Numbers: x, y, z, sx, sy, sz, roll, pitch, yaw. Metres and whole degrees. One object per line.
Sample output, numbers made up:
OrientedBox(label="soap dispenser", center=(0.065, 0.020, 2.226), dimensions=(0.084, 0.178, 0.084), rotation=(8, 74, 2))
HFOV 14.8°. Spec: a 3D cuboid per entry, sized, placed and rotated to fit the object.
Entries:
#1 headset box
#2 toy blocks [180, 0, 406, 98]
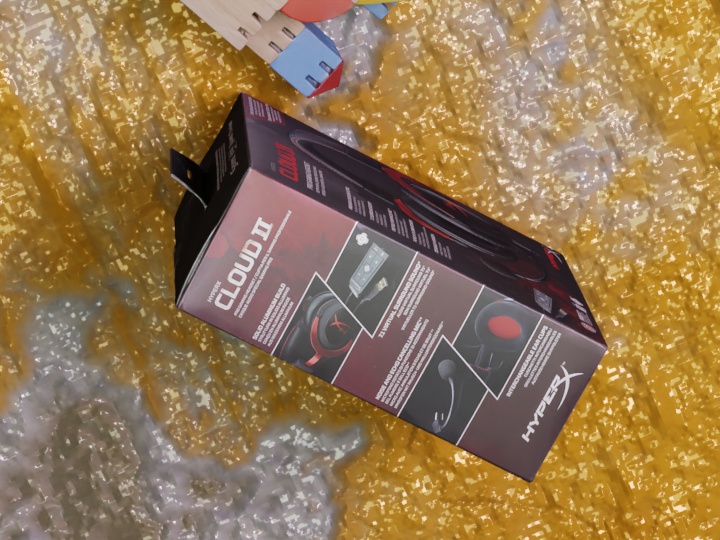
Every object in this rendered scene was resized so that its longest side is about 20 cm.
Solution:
OrientedBox(label="headset box", center=(0.000, 0.000, 1.252), dimensions=(0.199, 0.149, 0.075), rotation=(27, 103, -10))
OrientedBox(label="toy blocks", center=(-0.013, -0.165, 1.240), dimensions=(0.137, 0.100, 0.200), rotation=(39, 101, -25))
